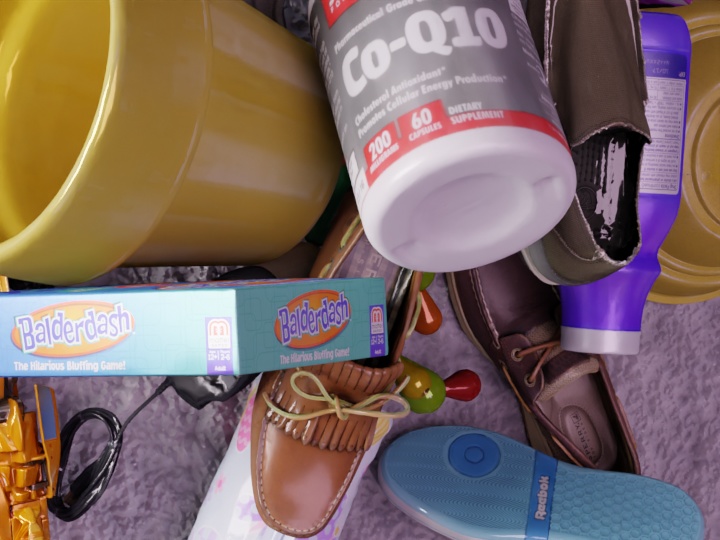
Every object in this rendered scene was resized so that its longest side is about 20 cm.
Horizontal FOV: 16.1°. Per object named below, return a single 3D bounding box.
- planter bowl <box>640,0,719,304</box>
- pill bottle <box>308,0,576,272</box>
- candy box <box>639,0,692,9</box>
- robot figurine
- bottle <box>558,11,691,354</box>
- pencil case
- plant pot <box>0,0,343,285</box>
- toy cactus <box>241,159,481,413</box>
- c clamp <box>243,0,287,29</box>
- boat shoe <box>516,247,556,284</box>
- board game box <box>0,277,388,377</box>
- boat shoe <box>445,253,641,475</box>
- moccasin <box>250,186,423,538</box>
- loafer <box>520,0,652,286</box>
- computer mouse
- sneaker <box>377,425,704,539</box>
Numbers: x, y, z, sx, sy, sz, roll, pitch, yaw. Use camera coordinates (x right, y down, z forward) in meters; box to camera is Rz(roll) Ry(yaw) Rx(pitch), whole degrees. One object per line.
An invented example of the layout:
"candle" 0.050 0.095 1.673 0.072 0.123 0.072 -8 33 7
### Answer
"planter bowl" 0.224 -0.072 1.568 0.199 0.083 0.202 -4 100 -25
"pill bottle" 0.035 -0.111 1.342 0.113 0.114 0.201 1 54 -25
"candy box" 0.164 -0.270 1.462 0.136 0.061 0.201 33 71 -35
"robot figurine" -0.226 0.069 1.395 0.144 0.058 0.201 -11 103 -26
"bottle" 0.147 -0.052 1.493 0.083 0.065 0.201 3 92 -11
"pencil case" -0.053 0.154 1.472 0.083 0.091 0.201 25 88 -26
"plant pot" -0.118 -0.083 1.360 0.188 0.200 0.202 15 92 -42
"toy cactus" 0.000 0.000 1.462 0.164 0.102 0.201 -20 114 -29
"c clamp" 0.028 -0.148 1.469 0.199 0.027 0.172 -14 133 -14
"boat shoe" 0.097 -0.094 1.438 0.071 0.059 0.201 -13 102 -27
"board game box" -0.108 0.029 1.314 0.152 0.199 0.045 -3 92 -61
"boat shoe" 0.117 0.052 1.544 0.072 0.072 0.201 -30 109 -18
"moccasin" -0.007 0.050 1.388 0.073 0.078 0.202 25 91 -10
"loafer" 0.131 -0.090 1.383 0.075 0.070 0.201 -8 100 -27
"computer mouse" -0.108 0.070 1.422 0.200 0.034 0.059 -43 73 23
"sneaker" 0.102 0.170 1.556 0.199 0.131 0.080 17 54 6
